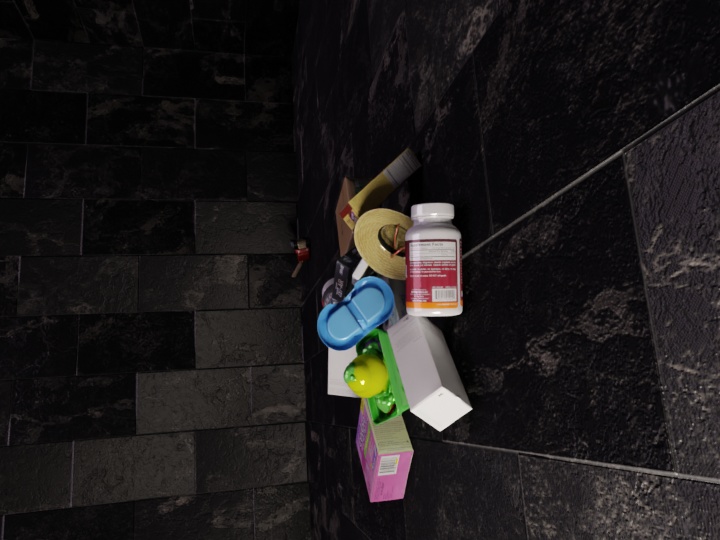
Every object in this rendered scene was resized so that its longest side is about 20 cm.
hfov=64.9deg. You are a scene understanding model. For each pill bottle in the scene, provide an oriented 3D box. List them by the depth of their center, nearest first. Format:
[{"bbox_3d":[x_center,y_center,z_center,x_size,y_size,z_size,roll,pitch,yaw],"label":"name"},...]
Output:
[{"bbox_3d":[0.139,-0.019,1.081,0.113,0.108,0.209,173,96,-76],"label":"pill bottle"},{"bbox_3d":[-0.056,0.102,1.706,0.200,0.109,0.118,-125,36,-67],"label":"pill bottle"}]

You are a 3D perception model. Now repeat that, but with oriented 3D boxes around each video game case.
[{"bbox_3d":[0.038,-0.057,1.408,0.204,0.022,0.182,-58,-3,-7],"label":"video game case"}]

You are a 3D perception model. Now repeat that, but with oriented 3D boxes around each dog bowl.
[{"bbox_3d":[-0.009,0.104,1.314,0.113,0.198,0.050,51,172,14],"label":"dog bowl"}]

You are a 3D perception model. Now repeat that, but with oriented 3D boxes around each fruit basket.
[{"bbox_3d":[0.030,0.249,1.323,0.155,0.208,0.223,-42,49,55],"label":"fruit basket"}]

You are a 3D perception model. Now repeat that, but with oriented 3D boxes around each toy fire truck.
[{"bbox_3d":[-0.341,-0.072,3.186,0.176,0.124,0.208,-158,56,-75],"label":"toy fire truck"}]

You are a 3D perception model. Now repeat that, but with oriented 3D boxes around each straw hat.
[{"bbox_3d":[0.089,-0.078,1.270,0.086,0.196,0.205,-56,-13,-42],"label":"straw hat"}]

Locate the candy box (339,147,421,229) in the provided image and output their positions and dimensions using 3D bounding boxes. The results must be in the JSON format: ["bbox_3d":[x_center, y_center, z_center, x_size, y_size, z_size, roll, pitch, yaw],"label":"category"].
[{"bbox_3d":[0.044,-0.190,1.328,0.057,0.199,0.116,49,165,-4],"label":"candy box"}]

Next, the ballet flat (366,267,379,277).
[{"bbox_3d":[0.035,0.048,1.476,0.067,0.069,0.206,-15,51,54],"label":"ballet flat"}]

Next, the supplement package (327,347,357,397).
[{"bbox_3d":[-0.031,0.269,1.748,0.121,0.115,0.209,-33,-55,-74],"label":"supplement package"}]

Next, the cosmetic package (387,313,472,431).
[{"bbox_3d":[0.131,0.188,1.100,0.084,0.107,0.203,-36,37,19],"label":"cosmetic package"}]

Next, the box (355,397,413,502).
[{"bbox_3d":[0.058,0.463,1.499,0.202,0.093,0.181,-109,22,-55],"label":"box"}]

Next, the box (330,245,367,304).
[{"bbox_3d":[0.000,0.000,1.557,0.043,0.199,0.164,29,134,22],"label":"box"}]

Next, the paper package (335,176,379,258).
[{"bbox_3d":[-0.006,-0.148,1.725,0.192,0.099,0.207,113,153,-57],"label":"paper package"}]

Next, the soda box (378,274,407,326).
[{"bbox_3d":[0.098,0.068,1.360,0.065,0.066,0.204,104,161,-44],"label":"soda box"}]

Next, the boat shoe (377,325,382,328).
[{"bbox_3d":[0.033,0.133,1.530,0.060,0.074,0.201,-36,11,29],"label":"boat shoe"}]

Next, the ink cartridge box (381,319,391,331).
[{"bbox_3d":[0.090,0.207,1.458,0.178,0.043,0.206,-107,21,-54],"label":"ink cartridge box"}]
